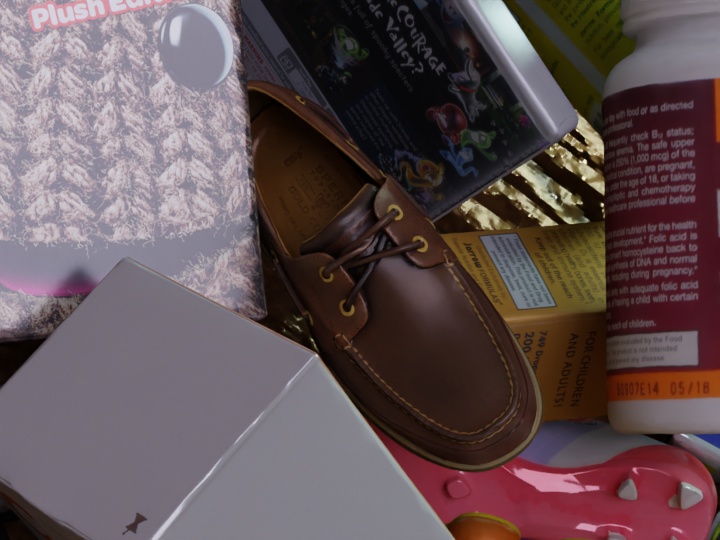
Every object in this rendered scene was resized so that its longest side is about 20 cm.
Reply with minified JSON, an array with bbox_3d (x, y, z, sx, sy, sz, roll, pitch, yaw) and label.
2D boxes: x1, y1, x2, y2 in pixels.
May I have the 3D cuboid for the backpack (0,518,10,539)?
[{"bbox_3d":[-0.190,0.178,0.916,0.177,0.200,0.151,-39,97,-24],"label":"backpack"}]

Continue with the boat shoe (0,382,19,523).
[{"bbox_3d":[-0.127,0.070,1.038,0.199,0.057,0.069,-12,81,-22],"label":"boat shoe"}]

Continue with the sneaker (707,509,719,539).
[{"bbox_3d":[0.208,0.119,1.102,0.073,0.081,0.201,16,112,-5],"label":"sneaker"}]

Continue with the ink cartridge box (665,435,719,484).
[{"bbox_3d":[0.228,0.023,1.189,0.199,0.047,0.199,28,71,-8],"label":"ink cartridge box"}]

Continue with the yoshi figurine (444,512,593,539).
[{"bbox_3d":[0.052,0.211,0.982,0.112,0.112,0.201,47,42,-48],"label":"yoshi figurine"}]

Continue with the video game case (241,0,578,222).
[{"bbox_3d":[-0.019,-0.108,1.053,0.023,0.182,0.201,-34,91,-43],"label":"video game case"}]

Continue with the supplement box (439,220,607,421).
[{"bbox_3d":[0.103,0.022,1.082,0.199,0.067,0.069,-7,40,-19],"label":"supplement box"}]

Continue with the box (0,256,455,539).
[{"bbox_3d":[-0.036,0.109,0.889,0.098,0.124,0.200,-48,130,-15],"label":"box"}]

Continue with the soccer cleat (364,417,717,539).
[{"bbox_3d":[0.067,0.091,1.110,0.199,0.077,0.067,11,103,-2],"label":"soccer cleat"}]

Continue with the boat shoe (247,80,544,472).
[{"bbox_3d":[0.000,-0.001,0.991,0.072,0.068,0.200,-36,62,-2],"label":"boat shoe"}]

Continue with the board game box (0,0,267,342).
[{"bbox_3d":[-0.131,-0.072,0.975,0.158,0.097,0.202,-5,90,-17],"label":"board game box"}]

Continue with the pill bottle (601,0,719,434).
[{"bbox_3d":[0.157,-0.033,0.999,0.113,0.114,0.202,1,86,-20],"label":"pill bottle"}]

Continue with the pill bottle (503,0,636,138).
[{"bbox_3d":[0.115,-0.144,1.132,0.112,0.113,0.200,-36,76,-23],"label":"pill bottle"}]
